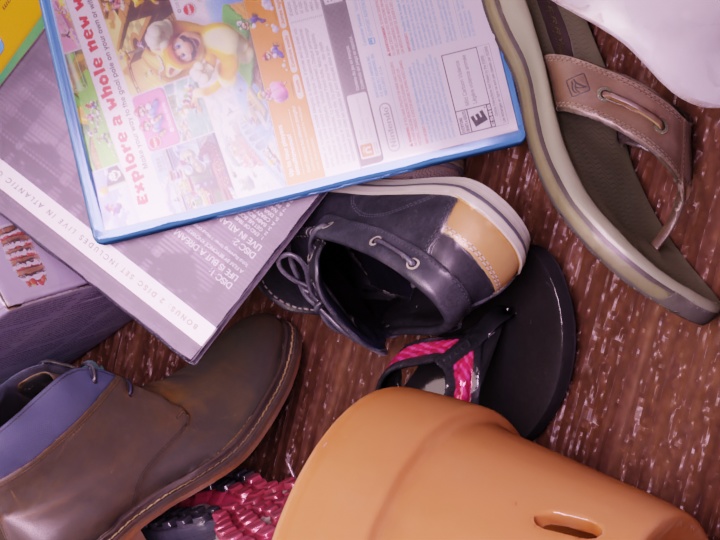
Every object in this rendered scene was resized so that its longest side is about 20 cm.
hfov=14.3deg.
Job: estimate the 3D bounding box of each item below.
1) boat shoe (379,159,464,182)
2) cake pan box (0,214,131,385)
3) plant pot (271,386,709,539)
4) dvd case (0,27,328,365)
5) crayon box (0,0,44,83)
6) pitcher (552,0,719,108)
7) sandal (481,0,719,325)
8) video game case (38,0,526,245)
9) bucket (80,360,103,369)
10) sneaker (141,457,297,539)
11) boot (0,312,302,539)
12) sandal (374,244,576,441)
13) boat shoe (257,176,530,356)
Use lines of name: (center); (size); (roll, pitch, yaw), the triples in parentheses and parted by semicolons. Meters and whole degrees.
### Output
boat shoe: (-0.022, -0.092, 1.380); (0.200, 0.074, 0.074); (20, 92, 35)
cake pan box: (-0.175, 0.021, 1.431); (0.184, 0.200, 0.052); (-32, 82, 37)
plant pot: (0.062, 0.156, 1.203); (0.140, 0.200, 0.201); (7, 93, 28)
dvd case: (-0.073, -0.081, 1.308); (0.149, 0.016, 0.200); (37, 88, 4)
crayon box: (-0.181, -0.118, 1.544); (0.126, 0.051, 0.200); (-50, 55, 31)
pitcher: (0.181, -0.145, 1.155); (0.172, 0.121, 0.200); (46, 132, 13)
sandal: (0.108, -0.068, 1.240); (0.057, 0.080, 0.202); (-31, 65, 24)
video game case: (-0.038, -0.103, 1.291); (0.199, 0.018, 0.144); (-13, 86, 1)
bucket: (-0.201, 0.144, 1.443); (0.207, 0.207, 0.135); (-26, 82, 41)
sneaker: (-0.033, 0.137, 1.348); (0.200, 0.080, 0.075); (-4, 111, 63)
boot: (-0.108, 0.064, 1.357); (0.075, 0.200, 0.097); (-4, 127, 48)
sandal: (0.032, 0.070, 1.324); (0.200, 0.045, 0.075); (-53, 53, 29)
boat shoe: (0.000, 0.000, 1.318); (0.062, 0.075, 0.200); (-52, 23, -23)
